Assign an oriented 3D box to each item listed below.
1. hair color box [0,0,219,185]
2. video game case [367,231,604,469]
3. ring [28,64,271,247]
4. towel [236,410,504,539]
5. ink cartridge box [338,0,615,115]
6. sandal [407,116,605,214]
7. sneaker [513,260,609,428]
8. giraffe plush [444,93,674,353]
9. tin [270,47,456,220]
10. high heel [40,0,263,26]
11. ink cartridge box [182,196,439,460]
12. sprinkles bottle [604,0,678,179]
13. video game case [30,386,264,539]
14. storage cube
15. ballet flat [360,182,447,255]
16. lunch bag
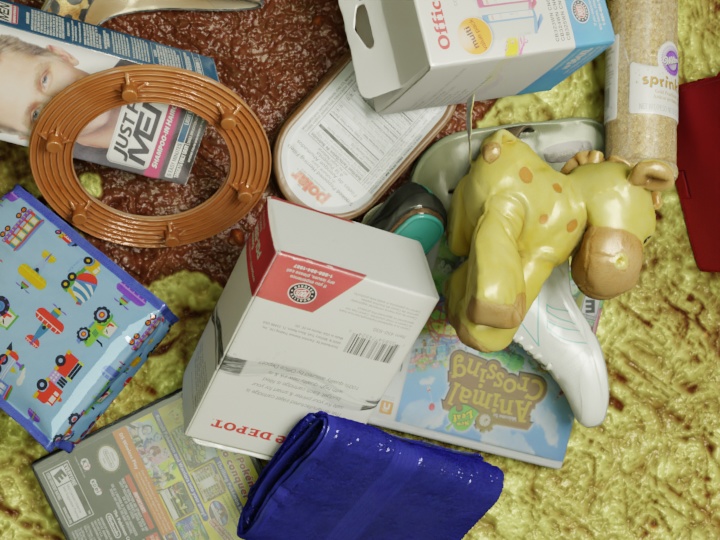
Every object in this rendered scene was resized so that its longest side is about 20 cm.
[{"bbox_3d":[-0.226,-0.147,1.107,0.198,0.061,0.101,13,117,-20],"label":"hair color box"},{"bbox_3d":[0.113,0.069,1.208,0.198,0.022,0.184,15,89,-16],"label":"video game case"},{"bbox_3d":[-0.172,-0.086,1.106,0.198,0.201,0.019,0,47,-8],"label":"ring"},{"bbox_3d":[0.009,0.190,1.144,0.199,0.050,0.148,21,122,-30],"label":"towel"},{"bbox_3d":[0.086,-0.217,1.126,0.198,0.125,0.130,-12,83,-22],"label":"ink cartridge box"},{"bbox_3d":[0.136,-0.097,1.200,0.199,0.057,0.081,-17,93,-6],"label":"sandal"},{"bbox_3d":[0.158,0.047,1.178,0.080,0.070,0.202,-21,90,-8],"label":"sneaker"},{"bbox_3d":[0.160,-0.034,1.073,0.160,0.173,0.202,3,98,-6],"label":"giraffe plush"},{"bbox_3d":[0.003,-0.131,1.191,0.112,0.042,0.200,42,85,-3],"label":"tin"},{"bbox_3d":[-0.182,-0.217,1.142,0.142,0.071,0.201,37,79,-4],"label":"high heel"},{"bbox_3d":[-0.047,0.057,1.106,0.146,0.083,0.201,16,122,-22],"label":"ink cartridge box"},{"bbox_3d":[0.250,-0.178,1.195,0.068,0.068,0.202,4,81,-9],"label":"sprinkles bottle"},{"bbox_3d":[-0.164,0.218,1.180,0.180,0.025,0.201,-26,94,-7],"label":"video game case"},{"bbox_3d":[0.386,-0.102,1.177,0.169,0.180,0.202,-15,94,-8],"label":"storage cube"},{"bbox_3d":[0.000,0.000,1.170,0.068,0.069,0.200,32,115,-35],"label":"ballet flat"},{"bbox_3d":[-0.279,0.032,1.128,0.200,0.094,0.151,39,82,5],"label":"lunch bag"}]
